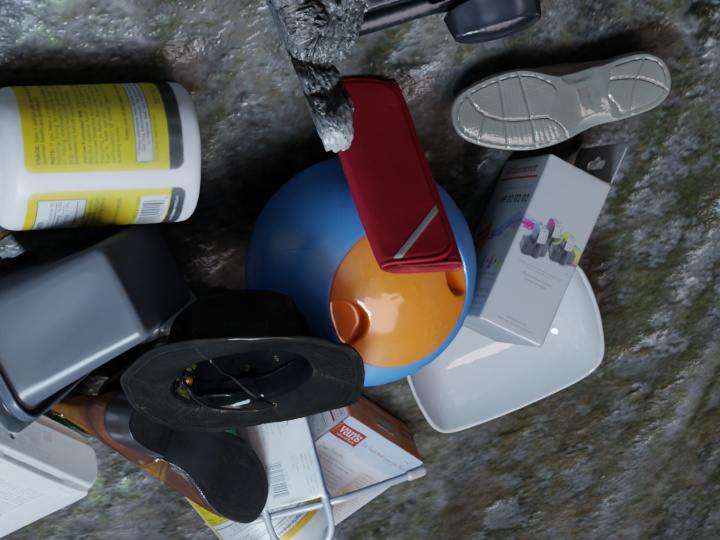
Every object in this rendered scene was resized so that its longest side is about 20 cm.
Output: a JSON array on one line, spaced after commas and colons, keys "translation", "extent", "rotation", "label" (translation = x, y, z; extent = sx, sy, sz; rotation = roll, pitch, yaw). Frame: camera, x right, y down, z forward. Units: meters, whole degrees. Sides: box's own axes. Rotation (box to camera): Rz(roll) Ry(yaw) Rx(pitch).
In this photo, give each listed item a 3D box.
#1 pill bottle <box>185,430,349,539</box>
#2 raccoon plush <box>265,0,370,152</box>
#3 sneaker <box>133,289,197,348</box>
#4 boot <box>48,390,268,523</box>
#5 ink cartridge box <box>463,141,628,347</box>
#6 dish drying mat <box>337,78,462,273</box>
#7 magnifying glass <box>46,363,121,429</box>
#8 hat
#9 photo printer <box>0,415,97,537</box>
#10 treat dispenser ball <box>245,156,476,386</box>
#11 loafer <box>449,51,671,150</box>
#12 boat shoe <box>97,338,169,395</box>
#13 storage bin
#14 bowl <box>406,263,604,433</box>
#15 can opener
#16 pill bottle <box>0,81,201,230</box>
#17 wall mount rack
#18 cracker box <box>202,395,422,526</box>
[{"translation": [-0.098, 0.220, 1.703], "extent": [0.113, 0.113, 0.200], "rotation": [-35, 101, 13], "label": "pill bottle"}, {"translation": [-0.001, -0.209, 1.373], "extent": [0.134, 0.097, 0.200], "rotation": [-22, 125, -4], "label": "raccoon plush"}, {"translation": [-0.247, 0.045, 1.560], "extent": [0.200, 0.074, 0.079], "rotation": [-26, 108, -3], "label": "sneaker"}, {"translation": [-0.199, 0.161, 1.577], "extent": [0.188, 0.200, 0.069], "rotation": [32, 72, -36], "label": "boot"}, {"translation": [0.155, -0.036, 1.574], "extent": [0.068, 0.115, 0.200], "rotation": [26, 83, -15], "label": "ink cartridge box"}, {"translation": [0.024, -0.082, 1.447], "extent": [0.077, 0.200, 0.018], "rotation": [-4, 145, -20], "label": "dish drying mat"}, {"translation": [-0.298, 0.099, 1.628], "extent": [0.200, 0.022, 0.080], "rotation": [26, 119, -42], "label": "magnifying glass"}, {"translation": [-0.096, 0.063, 1.429], "extent": [0.201, 0.081, 0.201], "rotation": [-2, 151, -1], "label": "hat"}, {"translation": [-0.370, 0.190, 1.623], "extent": [0.200, 0.069, 0.166], "rotation": [-28, 139, 31], "label": "photo printer"}, {"translation": [0.000, 0.000, 1.519], "extent": [0.201, 0.201, 0.201], "rotation": [-12, 137, -12], "label": "treat dispenser ball"}, {"translation": [0.172, -0.151, 1.547], "extent": [0.200, 0.063, 0.072], "rotation": [-12, 103, -8], "label": "loafer"}, {"translation": [-0.169, 0.101, 1.574], "extent": [0.063, 0.073, 0.200], "rotation": [-6, 167, -34], "label": "boat shoe"}, {"translation": [-0.230, 0.021, 1.412], "extent": [0.134, 0.200, 0.146], "rotation": [-26, 96, 11], "label": "storage bin"}, {"translation": [0.132, 0.055, 1.729], "extent": [0.200, 0.075, 0.200], "rotation": [-23, 137, 0], "label": "bowl"}, {"translation": [0.045, -0.222, 1.418], "extent": [0.200, 0.079, 0.063], "rotation": [-9, 145, -2], "label": "can opener"}, {"translation": [-0.235, -0.090, 1.389], "extent": [0.200, 0.114, 0.114], "rotation": [-3, 134, -21], "label": "pill bottle"}, {"translation": [-0.041, 0.153, 1.601], "extent": [0.174, 0.200, 0.075], "rotation": [-15, -178, 10], "label": "wall mount rack"}, {"translation": [-0.054, 0.211, 1.818], "extent": [0.200, 0.058, 0.134], "rotation": [-36, 136, 16], "label": "cracker box"}]
